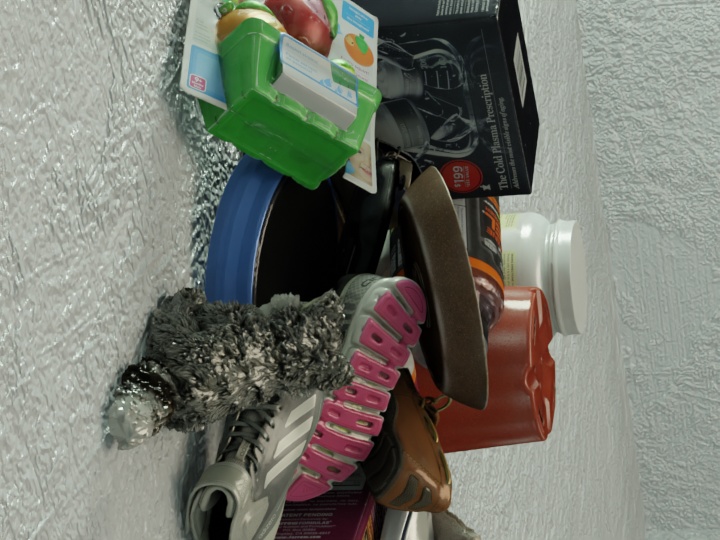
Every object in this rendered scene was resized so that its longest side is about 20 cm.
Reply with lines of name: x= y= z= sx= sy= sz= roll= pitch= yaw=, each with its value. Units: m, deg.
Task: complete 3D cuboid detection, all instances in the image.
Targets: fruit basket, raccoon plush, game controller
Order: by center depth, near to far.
raccoon plush: x=-0.082 y=0.082 z=1.407 sx=0.200 sy=0.133 sz=0.097 roll=-70 pitch=154 yaw=-57
fruit basket: x=-0.053 y=-0.174 z=1.560 sx=0.184 sy=0.094 sz=0.201 roll=29 pitch=49 yaw=-28
game controller: x=0.000 y=0.000 z=1.693 sx=0.201 sy=0.042 sz=0.105 roll=107 pitch=-13 yaw=-45

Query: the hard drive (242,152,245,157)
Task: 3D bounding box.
hard drive: x=-0.061 y=-0.120 z=1.742 sx=0.140 sy=0.033 sz=0.201 roll=69 pitch=23 yaw=-51

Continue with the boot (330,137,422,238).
boot: x=0.001 y=-0.105 z=1.724 sx=0.201 sy=0.096 sz=0.075 roll=71 pitch=21 yaw=-49

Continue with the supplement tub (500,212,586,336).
supplement tub: x=0.139 y=0.012 z=2.174 sx=0.145 sy=0.198 sz=0.146 roll=-3 pitch=90 yaw=-76

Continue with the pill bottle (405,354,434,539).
pill bottle: x=0.009 y=0.166 z=1.807 sx=0.110 sy=0.109 sz=0.201 roll=-69 pitch=152 yaw=-58

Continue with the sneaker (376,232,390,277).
sneaker: x=-0.006 y=-0.026 z=1.885 sx=0.201 sy=0.075 sz=0.089 roll=-72 pitch=143 yaw=-52

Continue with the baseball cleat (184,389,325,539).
baseball cleat: x=-0.077 y=0.130 z=1.491 sx=0.106 sy=0.069 sz=0.202 roll=15 pitch=85 yaw=-74

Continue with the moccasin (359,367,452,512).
moccasin: x=0.033 y=0.125 z=1.643 sx=0.074 sy=0.077 sz=0.202 roll=-57 pitch=-152 yaw=16

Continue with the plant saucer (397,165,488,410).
plant saucer: x=0.063 y=0.018 z=1.618 sx=0.200 sy=0.034 sz=0.202 roll=167 pitch=-90 yaw=-84

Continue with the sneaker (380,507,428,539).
sneaker: x=0.052 y=0.276 z=1.617 sx=0.073 sy=0.070 sz=0.202 roll=33 pitch=57 yaw=-74

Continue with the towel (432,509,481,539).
towel: x=0.055 y=0.285 z=1.895 sx=0.133 sy=0.034 sz=0.200 roll=-68 pitch=-165 yaw=1

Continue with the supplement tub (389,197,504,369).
supplement tub: x=0.079 y=-0.005 z=1.840 sx=0.107 sy=0.106 sz=0.201 roll=70 pitch=15 yaw=-49

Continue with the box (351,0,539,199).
box: x=0.054 y=-0.167 z=1.777 sx=0.105 sy=0.180 sz=0.201 roll=-78 pitch=159 yaw=-46

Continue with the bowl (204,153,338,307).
bowl: x=-0.067 y=-0.001 z=1.606 sx=0.200 sy=0.039 sz=0.203 roll=7 pitch=90 yaw=-71

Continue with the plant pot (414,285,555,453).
plant pot: x=0.085 y=0.095 z=1.950 sx=0.201 sy=0.193 sz=0.203 roll=-3 pitch=90 yaw=-75

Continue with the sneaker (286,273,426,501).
sneaker: x=-0.022 y=0.087 z=1.595 sx=0.073 sy=0.087 sz=0.201 roll=26 pitch=93 yaw=-35

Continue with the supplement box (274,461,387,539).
supplement box: x=-0.034 y=0.252 z=1.628 sx=0.200 sy=0.102 sz=0.132 roll=-66 pitch=150 yaw=-60
